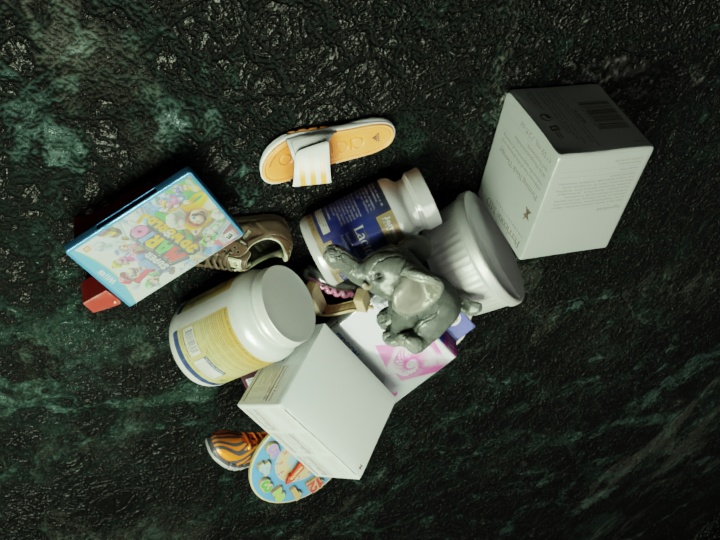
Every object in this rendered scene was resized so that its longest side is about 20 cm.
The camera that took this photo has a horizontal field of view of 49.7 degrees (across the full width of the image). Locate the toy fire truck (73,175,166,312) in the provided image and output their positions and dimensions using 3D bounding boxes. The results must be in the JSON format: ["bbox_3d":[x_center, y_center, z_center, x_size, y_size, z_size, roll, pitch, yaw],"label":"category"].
[{"bbox_3d":[-0.329,-0.036,1.100,0.198,0.049,0.142,-26,135,2],"label":"toy fire truck"}]

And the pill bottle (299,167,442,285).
[{"bbox_3d":[0.017,-0.070,1.185,0.198,0.116,0.116,-27,140,3],"label":"pill bottle"}]

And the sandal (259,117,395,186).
[{"bbox_3d":[-0.042,-0.164,1.099,0.204,0.060,0.080,-18,139,-7],"label":"sandal"}]

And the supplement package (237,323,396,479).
[{"bbox_3d":[-0.064,0.209,1.240,0.110,0.157,0.200,-10,131,45],"label":"supplement package"}]

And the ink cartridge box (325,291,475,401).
[{"bbox_3d":[0.067,0.104,1.292,0.199,0.043,0.196,-39,118,11],"label":"ink cartridge box"}]

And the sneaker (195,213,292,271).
[{"bbox_3d":[-0.198,-0.035,1.150,0.198,0.076,0.071,-12,139,-12],"label":"sneaker"}]

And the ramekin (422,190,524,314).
[{"bbox_3d":[0.179,-0.020,1.262,0.094,0.204,0.202,-27,141,22],"label":"ramekin"}]

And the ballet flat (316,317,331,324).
[{"bbox_3d":[-0.028,0.100,1.398,0.198,0.057,0.067,-21,103,5],"label":"ballet flat"}]

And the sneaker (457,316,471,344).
[{"bbox_3d":[0.176,0.067,1.457,0.086,0.075,0.201,21,117,-25],"label":"sneaker"}]

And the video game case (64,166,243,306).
[{"bbox_3d":[-0.279,-0.042,1.069,0.199,0.018,0.143,-31,139,4],"label":"video game case"}]

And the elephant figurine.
[{"bbox_3d":[0.063,0.016,1.126,0.155,0.141,0.201,-44,136,-23],"label":"elephant figurine"}]

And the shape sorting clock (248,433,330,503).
[{"bbox_3d":[-0.101,0.324,1.347,0.198,0.039,0.202,-21,133,-24],"label":"shape sorting clock"}]

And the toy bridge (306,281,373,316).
[{"bbox_3d":[-0.071,0.046,1.249,0.198,0.027,0.068,8,145,21],"label":"toy bridge"}]

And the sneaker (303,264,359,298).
[{"bbox_3d":[0.000,0.000,1.301,0.198,0.079,0.096,9,102,-26],"label":"sneaker"}]

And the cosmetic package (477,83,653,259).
[{"bbox_3d":[0.305,-0.152,1.193,0.164,0.168,0.201,-8,137,-18],"label":"cosmetic package"}]

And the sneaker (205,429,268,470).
[{"bbox_3d":[-0.172,0.292,1.359,0.112,0.078,0.199,-42,145,18],"label":"sneaker"}]

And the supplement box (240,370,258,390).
[{"bbox_3d":[-0.159,0.185,1.379,0.085,0.111,0.201,-18,139,-4],"label":"supplement box"}]

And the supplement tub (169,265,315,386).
[{"bbox_3d":[-0.182,0.084,1.198,0.199,0.146,0.144,-24,144,30],"label":"supplement tub"}]
